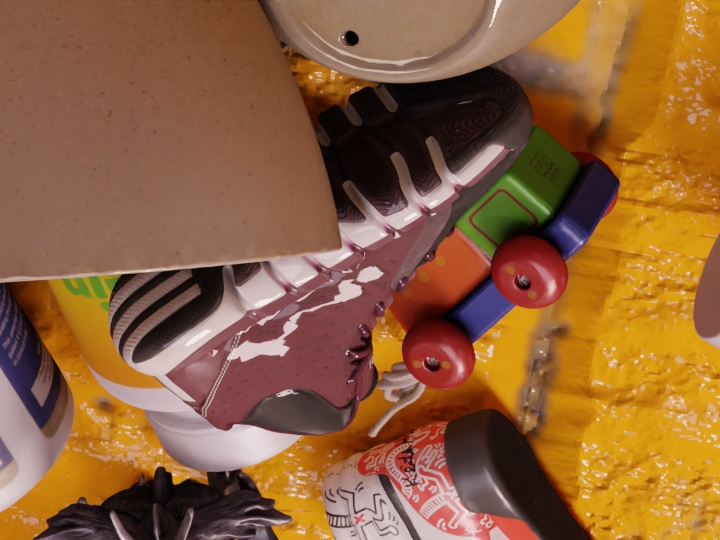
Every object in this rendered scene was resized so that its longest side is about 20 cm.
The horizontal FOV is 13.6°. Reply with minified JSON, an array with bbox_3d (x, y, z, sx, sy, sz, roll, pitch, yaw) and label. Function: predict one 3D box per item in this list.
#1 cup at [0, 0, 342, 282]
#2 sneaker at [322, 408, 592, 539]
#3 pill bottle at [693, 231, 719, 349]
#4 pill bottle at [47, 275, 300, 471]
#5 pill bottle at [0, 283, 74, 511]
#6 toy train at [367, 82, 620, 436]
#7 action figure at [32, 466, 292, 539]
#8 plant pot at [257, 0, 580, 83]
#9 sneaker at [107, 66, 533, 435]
[{"bbox_3d":[-0.112,-0.071,1.138,0.200,0.200,0.144,-4,92,13],"label":"cup"},{"bbox_3d":[0.059,0.158,1.484,0.108,0.067,0.202,-18,122,24],"label":"sneaker"},{"bbox_3d":[0.252,0.034,1.313,0.200,0.113,0.113,27,129,-14],"label":"pill bottle"},{"bbox_3d":[-0.084,-0.009,1.332,0.111,0.111,0.200,-9,128,17],"label":"pill bottle"},{"bbox_3d":[-0.221,0.016,1.378,0.111,0.111,0.200,-14,126,20],"label":"pill bottle"},{"bbox_3d":[0.015,-0.007,1.348,0.116,0.085,0.200,41,132,-6],"label":"toy train"},{"bbox_3d":[-0.084,0.140,1.409,0.119,0.200,0.102,-10,90,2],"label":"action figure"},{"bbox_3d":[0.017,-0.150,1.180,0.200,0.135,0.201,4,131,5],"label":"plant pot"},{"bbox_3d":[0.000,0.000,1.271,0.200,0.076,0.116,-31,133,8],"label":"sneaker"}]
